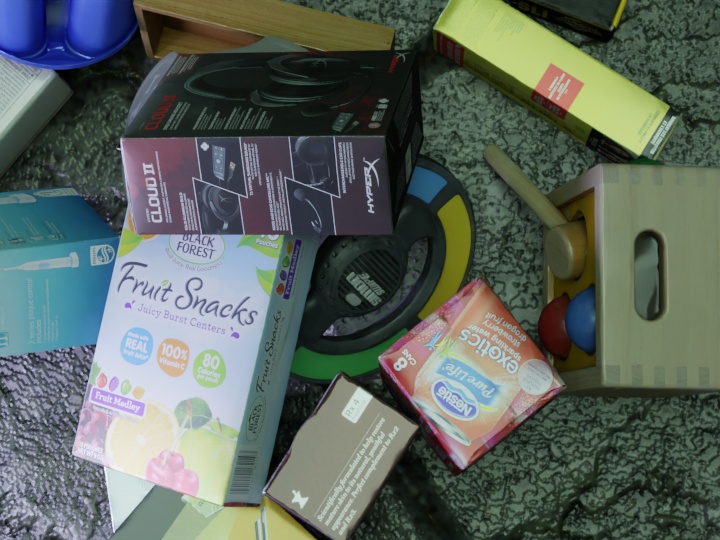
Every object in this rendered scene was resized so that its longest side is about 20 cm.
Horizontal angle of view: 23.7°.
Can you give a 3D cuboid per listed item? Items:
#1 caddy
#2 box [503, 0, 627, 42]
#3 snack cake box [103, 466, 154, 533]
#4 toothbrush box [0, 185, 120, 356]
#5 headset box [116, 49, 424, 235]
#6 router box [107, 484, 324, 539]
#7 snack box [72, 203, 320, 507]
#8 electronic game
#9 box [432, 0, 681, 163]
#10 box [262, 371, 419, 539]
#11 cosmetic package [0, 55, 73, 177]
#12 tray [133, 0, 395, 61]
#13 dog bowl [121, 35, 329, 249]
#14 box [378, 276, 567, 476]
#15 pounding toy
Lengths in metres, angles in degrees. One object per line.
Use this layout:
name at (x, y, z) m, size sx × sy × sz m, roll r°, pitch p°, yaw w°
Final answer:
caddy at (-0.243, -0.248, 1.341) m, size 0.140 × 0.105 × 0.201 m, roll -2°, pitch 56°, yaw -14°
box at (0.137, -0.293, 1.374) m, size 0.199 × 0.049 × 0.161 m, roll 22°, pitch 87°, yaw 5°
snack cake box at (-0.129, 0.204, 1.319) m, size 0.114 × 0.067 × 0.202 m, roll -8°, pitch 83°, yaw 0°
toothbrush box at (-0.290, 0.003, 1.268) m, size 0.198 × 0.146 × 0.086 m, roll -6°, pitch 110°, yaw -24°
headset box at (-0.065, -0.090, 1.177) m, size 0.198 × 0.149 × 0.078 m, roll 2°, pitch 119°, yaw 11°
router box at (-0.122, 0.245, 1.254) m, size 0.157 × 0.052 × 0.200 m, roll 40°, pitch 86°, yaw 6°
snack box at (-0.117, 0.052, 1.211) m, size 0.141 × 0.053 × 0.202 m, roll 13°, pitch 90°, yaw 30°
electronic game at (0.000, 0.000, 1.289) m, size 0.200 × 0.200 × 0.042 m, roll -40°, pitch 45°, yaw -2°
box at (0.152, -0.148, 1.343) m, size 0.199 × 0.075 × 0.050 m, roll 34°, pitch 86°, yaw 5°
box at (-0.012, 0.137, 1.254) m, size 0.075 × 0.200 × 0.101 m, roll 33°, pitch 86°, yaw 5°
cosmetic package at (-0.334, -0.105, 1.362) m, size 0.103 × 0.073 × 0.200 m, roll 41°, pitch 87°, yaw 6°
tray at (-0.073, -0.178, 1.343) m, size 0.198 × 0.099 × 0.037 m, roll 15°, pitch 73°, yaw 5°
dog bowl at (-0.091, -0.077, 1.307) m, size 0.198 × 0.059 × 0.202 m, roll 3°, pitch 115°, yaw 7°
box at (0.078, 0.082, 1.256) m, size 0.095 × 0.200 × 0.100 m, roll -37°, pitch 83°, yaw -4°
pounding toy at (0.181, -0.008, 1.285) m, size 0.141 × 0.184 × 0.202 m, roll 1°, pitch 83°, yaw -9°
